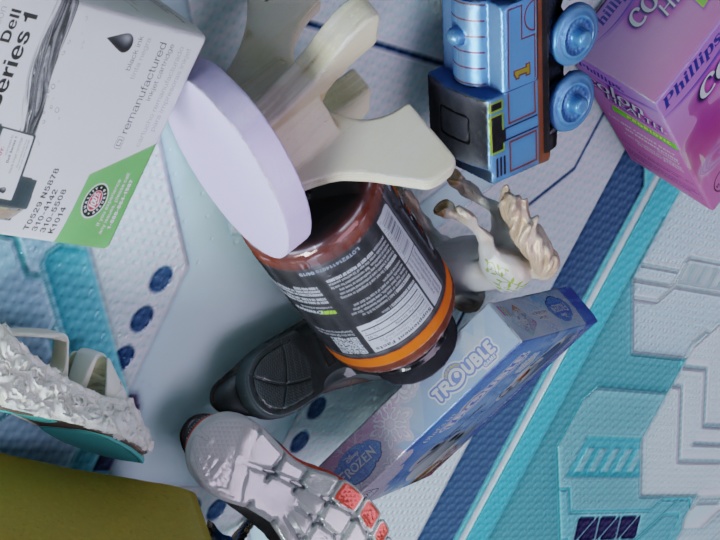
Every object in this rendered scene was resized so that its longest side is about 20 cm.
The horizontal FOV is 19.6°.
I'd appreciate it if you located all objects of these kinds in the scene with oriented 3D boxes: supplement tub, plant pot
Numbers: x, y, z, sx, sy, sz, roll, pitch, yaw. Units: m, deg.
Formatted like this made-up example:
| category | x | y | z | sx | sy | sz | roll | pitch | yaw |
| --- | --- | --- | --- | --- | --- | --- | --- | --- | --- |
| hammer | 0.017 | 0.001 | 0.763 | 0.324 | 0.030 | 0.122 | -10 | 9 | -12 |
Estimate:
| category | x | y | z | sx | sy | sz | roll | pitch | yaw |
| --- | --- | --- | --- | --- | --- | --- | --- | --- | --- |
| supplement tub | 0.000 | 0.000 | 1.459 | 0.107 | 0.107 | 0.200 | -47 | 139 | -10 |
| plant pot | -0.190 | 0.258 | 1.330 | 0.194 | 0.200 | 0.195 | 15 | 110 | -32 |

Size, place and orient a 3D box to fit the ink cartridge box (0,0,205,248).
| category | x | y | z | sx | sy | sz | roll | pitch | yaw |
| --- | --- | --- | --- | --- | --- | --- | --- | --- | --- |
| ink cartridge box | -0.201 | -0.100 | 1.148 | 0.199 | 0.084 | 0.147 | 7 | 114 | -55 |

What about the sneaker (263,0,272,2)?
| category | x | y | z | sx | sy | sz | roll | pitch | yaw |
| --- | --- | --- | --- | --- | --- | --- | --- | --- | --- |
| sneaker | -0.076 | -0.210 | 1.169 | 0.077 | 0.088 | 0.200 | -55 | 166 | -8 |

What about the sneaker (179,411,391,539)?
| category | x | y | z | sx | sy | sz | roll | pitch | yaw |
| --- | --- | --- | --- | --- | --- | --- | --- | --- | --- |
| sneaker | -0.053 | 0.165 | 1.525 | 0.077 | 0.082 | 0.200 | -47 | 111 | -8 |

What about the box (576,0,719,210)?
| category | x | y | z | sx | sy | sz | roll | pitch | yaw |
| --- | --- | --- | --- | --- | --- | --- | --- | --- | --- |
| box | 0.280 | -0.178 | 1.687 | 0.176 | 0.096 | 0.200 | -51 | 147 | -5 |

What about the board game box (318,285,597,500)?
| category | x | y | z | sx | sy | sz | roll | pitch | yaw |
| --- | --- | --- | --- | --- | --- | --- | --- | --- | --- |
| board game box | 0.077 | 0.098 | 1.630 | 0.200 | 0.043 | 0.199 | -45 | 166 | 19 |

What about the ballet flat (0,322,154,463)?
| category | x | y | z | sx | sy | sz | roll | pitch | yaw |
| --- | --- | --- | --- | --- | --- | --- | --- | --- | --- |
| ballet flat | -0.191 | 0.075 | 1.345 | 0.072 | 0.072 | 0.200 | -55 | 148 | 2 |

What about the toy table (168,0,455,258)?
| category | x | y | z | sx | sy | sz | roll | pitch | yaw |
| --- | --- | --- | --- | --- | --- | --- | --- | --- | --- |
| toy table | -0.042 | -0.098 | 1.290 | 0.117 | 0.184 | 0.200 | -38 | -178 | -11 |

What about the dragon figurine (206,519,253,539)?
| category | x | y | z | sx | sy | sz | roll | pitch | yaw |
| --- | --- | --- | --- | --- | --- | --- | --- | --- | --- |
| dragon figurine | -0.082 | 0.233 | 1.548 | 0.200 | 0.099 | 0.059 | -19 | 128 | -74 |

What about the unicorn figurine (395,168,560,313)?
| category | x | y | z | sx | sy | sz | roll | pitch | yaw |
| --- | --- | --- | --- | --- | --- | --- | --- | --- | --- |
| unicorn figurine | 0.074 | -0.013 | 1.554 | 0.137 | 0.200 | 0.074 | 42 | 77 | -28 |

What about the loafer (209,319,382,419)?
| category | x | y | z | sx | sy | sz | roll | pitch | yaw |
| --- | --- | --- | --- | --- | --- | --- | --- | --- | --- |
| loafer | -0.030 | 0.060 | 1.555 | 0.199 | 0.063 | 0.072 | -21 | 93 | -43 |

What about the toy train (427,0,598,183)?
| category | x | y | z | sx | sy | sz | roll | pitch | yaw |
| --- | --- | --- | --- | --- | --- | --- | --- | --- | --- |
| toy train | 0.105 | -0.164 | 1.467 | 0.114 | 0.086 | 0.201 | -26 | 128 | -33 |
